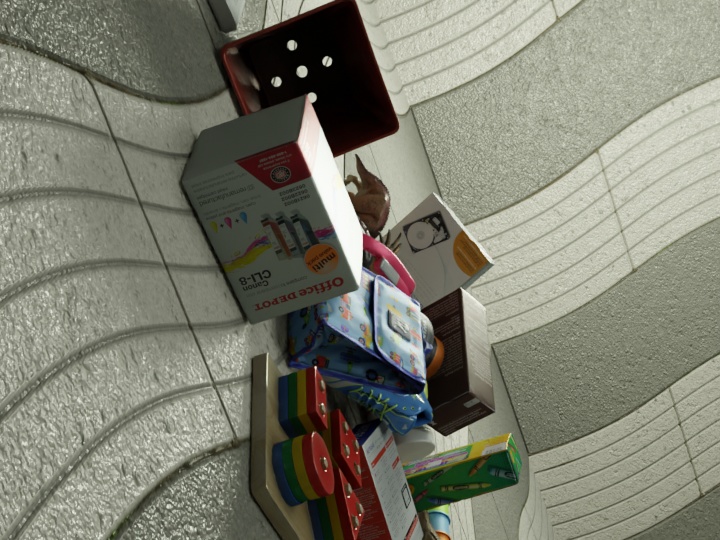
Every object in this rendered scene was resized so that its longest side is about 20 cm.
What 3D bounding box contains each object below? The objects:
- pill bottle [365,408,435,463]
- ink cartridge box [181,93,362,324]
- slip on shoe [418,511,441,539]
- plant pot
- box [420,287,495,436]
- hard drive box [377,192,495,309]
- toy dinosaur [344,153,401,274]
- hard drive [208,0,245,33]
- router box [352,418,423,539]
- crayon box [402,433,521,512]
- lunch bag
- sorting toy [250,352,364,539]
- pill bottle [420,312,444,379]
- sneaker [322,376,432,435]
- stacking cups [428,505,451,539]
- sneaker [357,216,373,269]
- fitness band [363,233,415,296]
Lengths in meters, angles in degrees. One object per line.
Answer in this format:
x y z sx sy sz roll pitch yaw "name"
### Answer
0.057 0.188 1.856 0.109 0.108 0.202 54 21 -58 "pill bottle"
-0.095 -0.070 1.400 0.145 0.144 0.202 -87 157 -60 "ink cartridge box"
0.104 0.428 1.829 0.200 0.060 0.077 -81 157 -65 "slip on shoe"
-0.078 -0.272 1.726 0.176 0.198 0.202 -115 -177 -71 "plant pot"
0.141 0.137 1.819 0.075 0.100 0.202 38 37 -33 "box"
0.102 -0.006 2.024 0.156 0.200 0.077 49 9 9 "hard drive box"
0.015 -0.082 1.936 0.086 0.134 0.203 -13 118 -61 "toy dinosaur"
-0.203 -0.441 1.741 0.201 0.026 0.133 -88 157 -58 "hard drive"
0.025 0.308 1.632 0.200 0.048 0.182 -18 90 -79 "router box"
0.147 0.317 1.864 0.119 0.198 0.059 -24 96 -78 "crayon box"
0.008 0.078 1.581 0.198 0.094 0.152 24 37 -24 "lunch bag"
-0.053 0.222 1.364 0.200 0.069 0.201 -94 163 -49 "sorting toy"
0.035 0.087 1.747 0.199 0.106 0.107 36 32 -34 "pill bottle"
0.031 0.166 1.652 0.199 0.076 0.105 15 32 -40 "sneaker"
0.125 0.422 1.959 0.201 0.060 0.061 -93 162 -52 "stacking cups"
-0.053 -0.085 1.857 0.202 0.075 0.115 64 15 6 "sneaker"
0.000 0.000 1.780 0.200 0.142 0.038 53 54 -48 "fitness band"
